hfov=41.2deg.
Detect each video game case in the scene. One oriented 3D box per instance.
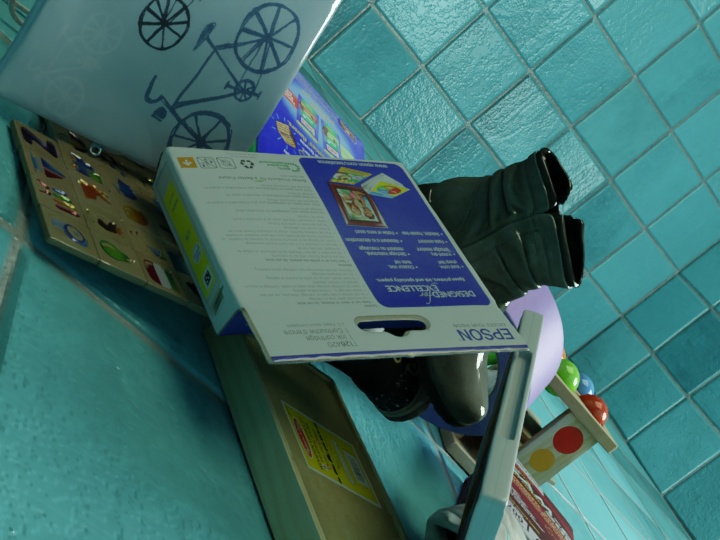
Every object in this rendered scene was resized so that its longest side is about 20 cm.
[{"bbox_3d":[0.085,0.135,0.631,0.017,0.144,0.200,17,32,8],"label":"video game case"}]

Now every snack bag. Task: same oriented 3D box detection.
[{"bbox_3d":[-0.126,-0.156,0.642,0.199,0.189,0.021,23,16,-44],"label":"snack bag"}]

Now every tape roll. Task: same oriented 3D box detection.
[{"bbox_3d":[0.086,0.054,0.898,0.200,0.200,0.066,51,51,1],"label":"tape roll"}]

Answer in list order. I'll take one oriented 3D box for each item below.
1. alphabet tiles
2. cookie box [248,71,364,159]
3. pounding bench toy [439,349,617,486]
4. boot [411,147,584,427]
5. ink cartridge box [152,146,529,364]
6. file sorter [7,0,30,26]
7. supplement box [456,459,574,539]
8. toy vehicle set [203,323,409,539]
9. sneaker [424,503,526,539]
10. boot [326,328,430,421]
[{"bbox_3d":[-0.155,-0.044,0.637,0.167,0.008,0.200,30,17,-43],"label":"alphabet tiles"},{"bbox_3d":[-0.066,-0.076,0.844,0.171,0.075,0.201,43,34,-43],"label":"cookie box"},{"bbox_3d":[0.158,0.133,1.039,0.200,0.156,0.124,47,11,-17],"label":"pounding bench toy"},{"bbox_3d":[0.105,0.015,0.719,0.068,0.130,0.202,0,82,-56],"label":"boot"},{"bbox_3d":[-0.017,-0.004,0.639,0.197,0.047,0.201,1,44,-33],"label":"ink cartridge box"},{"bbox_3d":[-0.177,-0.196,0.733,0.124,0.139,0.200,32,13,-50],"label":"file sorter"},{"bbox_3d":[0.140,0.238,0.859,0.109,0.061,0.200,51,9,5],"label":"supplement box"},{"bbox_3d":[-0.028,0.123,0.613,0.124,0.026,0.200,41,14,-43],"label":"toy vehicle set"},{"bbox_3d":[0.106,0.252,0.675,0.080,0.071,0.201,17,30,-46],"label":"sneaker"},{"bbox_3d":[0.001,0.000,0.754,0.154,0.073,0.205,36,46,-44],"label":"boot"}]
